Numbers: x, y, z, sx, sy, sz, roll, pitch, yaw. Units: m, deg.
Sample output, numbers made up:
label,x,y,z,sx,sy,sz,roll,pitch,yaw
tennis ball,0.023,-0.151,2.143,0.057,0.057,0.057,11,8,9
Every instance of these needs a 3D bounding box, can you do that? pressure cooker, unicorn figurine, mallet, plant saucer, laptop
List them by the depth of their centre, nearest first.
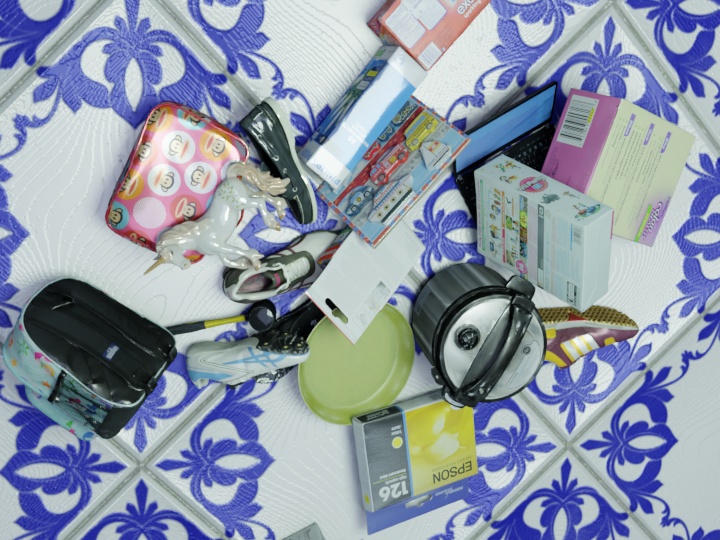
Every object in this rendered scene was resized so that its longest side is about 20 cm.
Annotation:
label,x,y,z,sx,sy,sz,roll,pitch,yaw
unicorn figurine,-0.185,-0.054,1.124,0.136,0.074,0.202,27,82,-16
pressure cooker,0.173,0.096,1.227,0.176,0.200,0.178,-16,108,-7
laptop,0.236,-0.149,1.236,0.176,0.103,0.202,-29,106,-3
mallet,-0.218,0.076,1.237,0.197,0.066,0.042,-9,99,6
plant saucer,-0.009,0.135,1.268,0.198,0.031,0.203,-9,109,-27

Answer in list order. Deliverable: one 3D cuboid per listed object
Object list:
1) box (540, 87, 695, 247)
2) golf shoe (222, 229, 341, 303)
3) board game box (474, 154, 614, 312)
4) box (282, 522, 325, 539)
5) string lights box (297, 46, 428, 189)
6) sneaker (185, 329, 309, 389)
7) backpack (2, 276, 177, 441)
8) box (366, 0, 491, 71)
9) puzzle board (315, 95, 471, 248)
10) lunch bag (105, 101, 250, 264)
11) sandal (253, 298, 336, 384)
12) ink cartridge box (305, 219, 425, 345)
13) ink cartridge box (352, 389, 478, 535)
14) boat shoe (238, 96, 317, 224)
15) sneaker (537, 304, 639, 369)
label,x,y,z,sx,sy,sz,roll,pitch,yaw
box,0.369,-0.147,1.230,0.198,0.096,0.178,11,101,-38
golf shoe,-0.102,0.003,1.213,0.198,0.088,0.078,-22,104,-7
board game box,0.250,-0.054,1.167,0.064,0.199,0.149,-32,135,-26
box,-0.070,0.538,1.281,0.130,0.199,0.202,-25,106,-5
string lights box,0.000,-0.215,1.174,0.059,0.103,0.201,38,93,-19
sneaker,-0.160,0.132,1.213,0.198,0.072,0.073,-8,106,21
backpack,-0.373,0.114,1.137,0.199,0.178,0.151,39,122,-10
box,0.114,-0.382,1.162,0.100,0.095,0.200,41,92,-17
puzzle board,0.041,-0.147,1.183,0.200,0.151,0.017,-48,141,3
lunch bag,-0.239,-0.115,1.160,0.175,0.082,0.202,26,96,-16
sandal,-0.090,0.094,1.255,0.200,0.048,0.075,-42,107,0
ink cartridge box,0.000,0.000,1.203,0.109,0.050,0.201,48,60,-17
ink cartridge box,0.092,0.301,1.320,0.195,0.047,0.203,-14,103,-24
boat shoe,-0.116,-0.137,1.159,0.066,0.074,0.201,-33,135,-19
sneaker,0.342,0.110,1.339,0.197,0.075,0.091,1,111,-5
